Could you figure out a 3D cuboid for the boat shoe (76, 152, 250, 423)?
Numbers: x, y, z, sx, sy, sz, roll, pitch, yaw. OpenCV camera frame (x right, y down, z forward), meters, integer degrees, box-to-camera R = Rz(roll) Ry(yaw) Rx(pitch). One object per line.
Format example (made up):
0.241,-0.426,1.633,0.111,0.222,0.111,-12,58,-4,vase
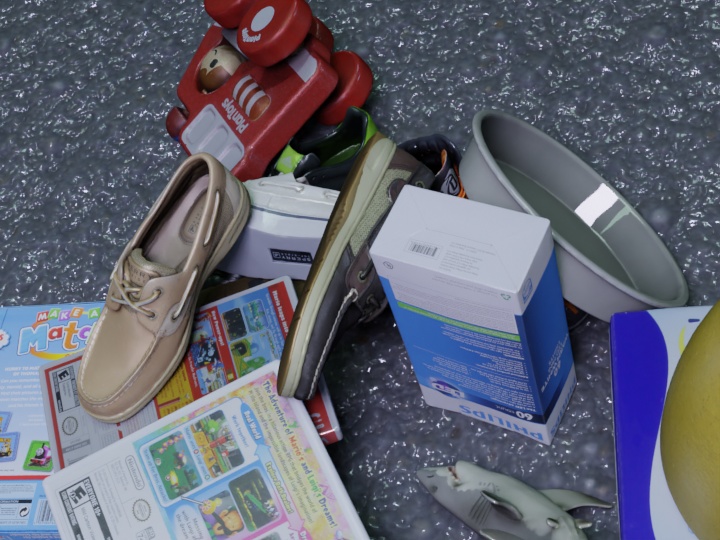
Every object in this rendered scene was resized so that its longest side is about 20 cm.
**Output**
-0.149,0.009,0.920,0.071,0.065,0.201,21,78,22,boat shoe

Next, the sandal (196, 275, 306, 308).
-0.056,0.032,1.010,0.199,0.054,0.081,-20,41,5,sandal

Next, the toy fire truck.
-0.099,-0.163,1.126,0.168,0.112,0.200,-46,41,5,toy fire truck

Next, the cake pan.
0.148,-0.035,0.931,0.037,0.199,0.201,-49,49,24,cake pan

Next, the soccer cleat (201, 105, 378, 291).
-0.062,-0.057,1.057,0.200,0.081,0.067,-41,55,-14,soccer cleat

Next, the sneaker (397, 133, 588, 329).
0.083,-0.030,0.976,0.199,0.112,0.078,28,67,30,sneaker

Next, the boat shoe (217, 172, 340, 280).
-0.060,-0.040,0.993,0.198,0.071,0.070,8,48,23,boat shoe

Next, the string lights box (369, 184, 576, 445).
0.081,0.035,0.876,0.102,0.200,0.059,16,62,24,string lights box

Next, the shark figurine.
0.109,0.190,0.823,0.127,0.214,0.090,12,97,-9,shark figurine

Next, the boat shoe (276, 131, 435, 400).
0.000,0.000,0.882,0.064,0.073,0.201,23,70,-4,boat shoe

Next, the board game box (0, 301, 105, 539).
-0.264,0.118,1.018,0.150,0.037,0.201,-3,55,13,board game box

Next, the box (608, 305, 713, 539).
0.262,0.123,0.823,0.198,0.105,0.185,-5,54,13,box

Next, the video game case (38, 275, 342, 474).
-0.125,0.093,0.924,0.199,0.017,0.144,-20,51,-1,video game case

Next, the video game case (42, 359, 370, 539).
-0.091,0.180,0.838,0.181,0.024,0.201,-26,61,-5,video game case

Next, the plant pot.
0.263,0.062,0.710,0.198,0.142,0.201,-7,54,10,plant pot
